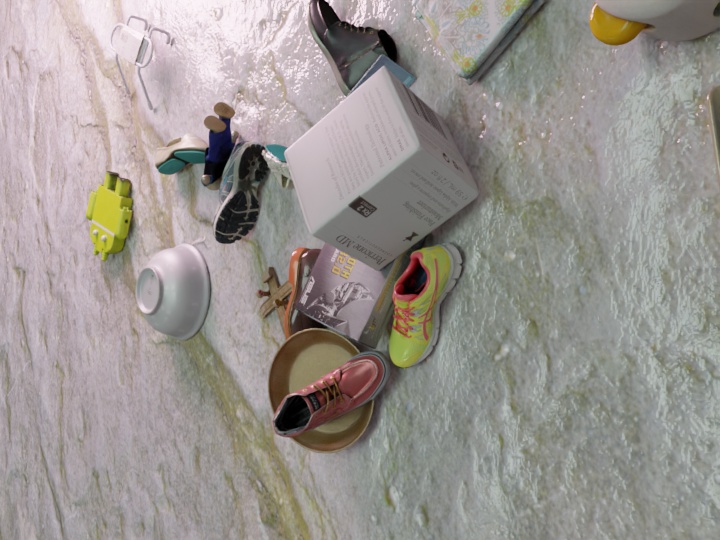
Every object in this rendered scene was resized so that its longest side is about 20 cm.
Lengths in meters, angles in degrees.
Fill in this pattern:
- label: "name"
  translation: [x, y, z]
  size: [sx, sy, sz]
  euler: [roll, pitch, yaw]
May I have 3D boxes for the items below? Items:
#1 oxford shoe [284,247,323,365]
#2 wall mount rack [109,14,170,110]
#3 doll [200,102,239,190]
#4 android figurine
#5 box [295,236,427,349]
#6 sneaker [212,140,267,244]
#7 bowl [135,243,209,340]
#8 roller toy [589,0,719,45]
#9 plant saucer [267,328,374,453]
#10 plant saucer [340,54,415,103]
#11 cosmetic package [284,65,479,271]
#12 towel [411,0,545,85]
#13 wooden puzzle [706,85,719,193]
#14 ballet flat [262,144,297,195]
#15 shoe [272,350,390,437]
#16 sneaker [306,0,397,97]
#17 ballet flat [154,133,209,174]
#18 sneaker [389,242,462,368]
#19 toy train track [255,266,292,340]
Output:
- label: "oxford shoe"
  translation: [-0.080, 0.064, 1.415]
  size: [0.072, 0.071, 0.204]
  euler: [3, 96, 32]
- label: "wall mount rack"
  translation: [-0.495, -0.466, 1.875]
  size: [0.199, 0.074, 0.176]
  euler: [35, 109, 41]
- label: "doll"
  translation: [-0.270, -0.224, 1.601]
  size: [0.048, 0.137, 0.201]
  euler: [24, 143, 4]
- label: "android figurine"
  translation: [-0.588, -0.125, 1.971]
  size: [0.181, 0.041, 0.203]
  euler: [28, 106, 43]
- label: "box"
  translation: [0.000, 0.000, 1.309]
  size: [0.157, 0.048, 0.202]
  euler: [24, 87, 44]
- label: "sneaker"
  translation: [-0.232, -0.149, 1.593]
  size: [0.086, 0.077, 0.203]
  euler: [34, 105, 54]
- label: "bowl"
  translation: [-0.401, 0.043, 1.731]
  size: [0.199, 0.089, 0.205]
  euler: [-3, 86, 45]
- label: "roller toy"
  translation: [0.346, -0.363, 0.947]
  size: [0.198, 0.138, 0.186]
  euler: [-16, 76, 45]
- label: "plant saucer"
  translation: [-0.060, 0.194, 1.375]
  size: [0.197, 0.035, 0.204]
  euler: [2, 94, 26]
- label: "plant saucer"
  translation: [0.002, -0.262, 1.354]
  size: [0.200, 0.069, 0.019]
  euler: [-44, 31, 35]
- label: "cosmetic package"
  translation: [0.028, -0.139, 1.201]
  size: [0.199, 0.164, 0.167]
  euler: [-37, 52, 22]
- label: "towel"
  translation: [0.172, -0.393, 1.197]
  size: [0.200, 0.048, 0.173]
  euler: [-48, 59, 33]
- label: "wooden puzzle"
  translation: [0.467, -0.134, 0.876]
  size: [0.198, 0.046, 0.189]
  euler: [-13, 78, 45]
- label: "ballet flat"
  translation: [-0.110, -0.164, 1.458]
  size: [0.199, 0.071, 0.073]
  euler: [31, 109, 44]
- label: "shoe"
  translation: [-0.046, 0.195, 1.298]
  size: [0.199, 0.091, 0.072]
  euler: [-36, 78, 23]
- label: "sneaker"
  translation: [-0.010, -0.385, 1.373]
  size: [0.106, 0.074, 0.202]
  euler: [-37, 71, 33]
- label: "ballet flat"
  translation: [-0.362, -0.249, 1.730]
  size: [0.198, 0.069, 0.071]
  euler: [-8, 82, 45]
- label: "sneaker"
  translation: [0.075, 0.051, 1.239]
  size: [0.078, 0.089, 0.203]
  euler: [31, 111, 40]
- label: "toy train track"
  translation: [-0.144, 0.086, 1.503]
  size: [0.114, 0.032, 0.202]
  euler: [-40, 61, 37]
